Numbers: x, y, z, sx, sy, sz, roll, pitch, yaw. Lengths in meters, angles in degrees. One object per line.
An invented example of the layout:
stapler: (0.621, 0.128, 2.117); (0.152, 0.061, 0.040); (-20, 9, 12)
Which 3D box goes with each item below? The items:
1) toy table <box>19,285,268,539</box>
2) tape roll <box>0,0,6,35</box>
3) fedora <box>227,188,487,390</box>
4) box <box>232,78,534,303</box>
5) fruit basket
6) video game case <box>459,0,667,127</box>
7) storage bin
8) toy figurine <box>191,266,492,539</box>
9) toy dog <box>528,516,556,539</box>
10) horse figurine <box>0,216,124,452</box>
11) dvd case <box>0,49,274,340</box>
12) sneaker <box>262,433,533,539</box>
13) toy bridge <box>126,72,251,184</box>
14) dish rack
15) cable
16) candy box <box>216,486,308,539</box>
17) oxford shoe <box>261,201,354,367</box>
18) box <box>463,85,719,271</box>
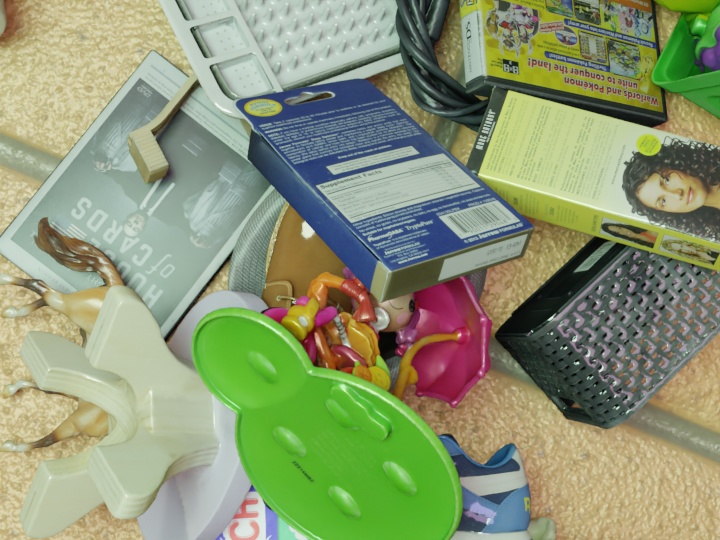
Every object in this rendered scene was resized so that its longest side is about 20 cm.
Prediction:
toy table: (-0.145, 0.103, 0.721); (0.117, 0.184, 0.201); (9, 102, -40)
tape roll: (-0.360, -0.230, 0.751); (0.202, 0.203, 0.140); (-10, 88, -7)
fedora: (0.000, 0.000, 0.833); (0.200, 0.090, 0.177); (-44, 91, 0)
box: (0.008, -0.063, 0.733); (0.121, 0.032, 0.200); (-16, 48, -31)
fruit basket: (0.300, -0.236, 0.844); (0.215, 0.155, 0.217); (0, 91, -33)
video game case: (0.158, -0.213, 0.844); (0.199, 0.025, 0.181); (4, 77, -34)
storage bin: (0.215, 0.018, 0.834); (0.200, 0.135, 0.094); (-41, 92, -7)
toy figurine: (0.009, 0.055, 0.706); (0.200, 0.150, 0.184); (48, 41, -9)
toy dog: (0.172, 0.320, 0.807); (0.194, 0.139, 0.200); (-44, 102, -23)
horse figurine: (-0.208, 0.063, 0.809); (0.132, 0.050, 0.201); (0, 102, 3)
dvd case: (-0.167, -0.051, 0.851); (0.150, 0.025, 0.200); (37, 83, -3)
sneaker: (0.029, 0.154, 0.766); (0.199, 0.074, 0.083); (8, 80, -14)
toy bridge: (-0.091, -0.136, 0.843); (0.200, 0.027, 0.067); (-26, 81, -21)
dish rack: (-0.056, -0.207, 0.838); (0.200, 0.044, 0.172); (-24, 79, -21)
cable: (0.099, -0.200, 0.840); (0.163, 0.051, 0.200); (47, 62, -22)
candy box: (-0.040, 0.217, 0.823); (0.199, 0.077, 0.170); (3, 85, -6)
oxford shoe: (-0.040, 0.031, 0.753); (0.071, 0.071, 0.201); (10, 89, 1)
box: (0.177, -0.064, 0.756); (0.199, 0.050, 0.075); (16, 73, 13)
